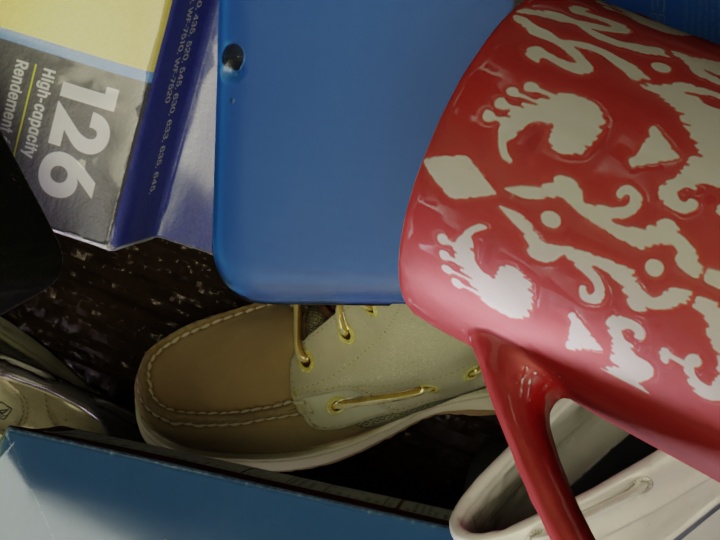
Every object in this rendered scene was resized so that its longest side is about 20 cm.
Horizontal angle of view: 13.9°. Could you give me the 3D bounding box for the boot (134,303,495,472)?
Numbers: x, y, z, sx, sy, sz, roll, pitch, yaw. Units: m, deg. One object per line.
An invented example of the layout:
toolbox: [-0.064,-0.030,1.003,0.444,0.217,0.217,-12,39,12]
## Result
boot: [0.000,0.000,1.080,0.200,0.072,0.155,-11,145,5]

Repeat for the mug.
mug: [0.111,0.017,0.835,0.200,0.178,0.134,27,141,20]

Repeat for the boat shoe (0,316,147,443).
boat shoe: [-0.103,0.085,1.160,0.200,0.065,0.073,29,105,-2]

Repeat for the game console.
game console: [0.053,-0.086,0.997,0.118,0.170,0.200,0,87,49]

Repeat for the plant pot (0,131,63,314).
plant pot: [-0.264,-0.029,1.057,0.199,0.177,0.200,-29,87,26]

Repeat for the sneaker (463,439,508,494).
sneaker: [0.023,0.158,1.158,0.088,0.074,0.200,9,106,3]

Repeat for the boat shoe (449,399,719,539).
boat shoe: [0.114,0.036,0.940,0.200,0.074,0.065,-45,127,-8]

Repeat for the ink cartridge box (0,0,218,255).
ink cartridge box: [-0.110,-0.114,1.119,0.200,0.047,0.198,17,106,5]

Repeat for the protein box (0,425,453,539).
protein box: [-0.043,0.171,1.042,0.200,0.135,0.199,12,88,4]
